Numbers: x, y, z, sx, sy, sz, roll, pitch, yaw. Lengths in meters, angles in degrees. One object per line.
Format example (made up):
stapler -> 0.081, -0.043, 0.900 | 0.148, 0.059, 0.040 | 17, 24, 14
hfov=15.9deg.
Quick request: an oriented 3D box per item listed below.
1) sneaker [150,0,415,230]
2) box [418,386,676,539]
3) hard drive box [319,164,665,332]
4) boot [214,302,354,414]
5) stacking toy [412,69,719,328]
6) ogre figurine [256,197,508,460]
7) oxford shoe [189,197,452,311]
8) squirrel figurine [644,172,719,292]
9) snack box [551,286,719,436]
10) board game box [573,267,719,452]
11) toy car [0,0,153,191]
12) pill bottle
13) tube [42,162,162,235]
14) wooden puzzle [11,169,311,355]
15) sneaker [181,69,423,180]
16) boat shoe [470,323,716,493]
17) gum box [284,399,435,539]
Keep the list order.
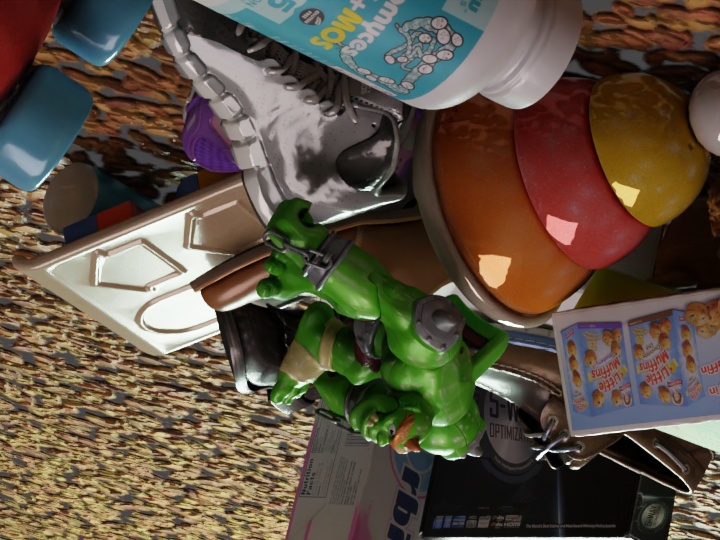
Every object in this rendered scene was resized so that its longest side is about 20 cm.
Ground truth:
sneaker -> -0.029, -0.112, 1.401 | 0.115, 0.075, 0.200 | -12, 125, 24
box -> 0.142, 0.122, 1.845 | 0.200, 0.160, 0.044 | -5, 155, 44
hard drive box -> 0.081, -0.012, 1.636 | 0.200, 0.077, 0.156 | 13, 162, 1
boot -> 0.000, 0.032, 1.767 | 0.174, 0.069, 0.200 | -20, 162, 11
stacking toy -> 0.142, -0.061, 1.421 | 0.200, 0.146, 0.146 | -20, 145, 32
ogre figurine -> 0.011, 0.042, 1.444 | 0.120, 0.098, 0.200 | 26, 134, 25
oxford shoe -> 0.000, 0.000, 1.519 | 0.200, 0.071, 0.071 | -13, 180, -3
squirrel figurine -> 0.256, -0.014, 1.468 | 0.187, 0.142, 0.200 | 17, 155, 25
snack box -> 0.195, 0.045, 1.390 | 0.200, 0.072, 0.024 | -9, 179, 37
board game box -> 0.221, 0.069, 1.456 | 0.200, 0.048, 0.102 | 20, 158, 35
toy car -> -0.174, -0.174, 1.238 | 0.184, 0.177, 0.200 | 33, 142, -12
pill bottle -> 0.010, -0.148, 1.247 | 0.200, 0.111, 0.111 | 23, 159, -28
tube -> -0.139, -0.019, 1.820 | 0.077, 0.050, 0.200 | 3, 164, 38
wooden puzzle -> -0.110, -0.012, 1.755 | 0.200, 0.046, 0.185 | -17, 153, 19
sneaker -> -0.038, -0.072, 1.529 | 0.200, 0.089, 0.080 | -5, 155, 45
boat shoe -> 0.142, 0.090, 1.654 | 0.200, 0.072, 0.072 | 17, 161, -12
gum box -> 0.020, 0.143, 1.921 | 0.066, 0.200, 0.113 | -3, 154, 39
